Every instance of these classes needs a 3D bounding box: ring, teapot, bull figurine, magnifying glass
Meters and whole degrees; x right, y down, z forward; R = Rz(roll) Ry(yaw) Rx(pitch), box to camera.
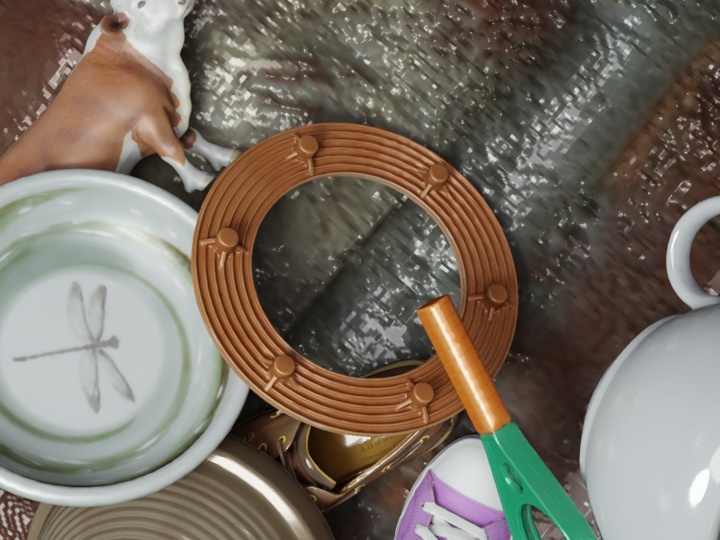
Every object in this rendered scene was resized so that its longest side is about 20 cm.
[{"bbox_3d":[0.000,0.000,1.132,0.198,0.019,0.202,8,63,-15],"label":"ring"},{"bbox_3d":[0.194,0.092,1.097,0.200,0.198,0.146,-43,47,-18],"label":"teapot"},{"bbox_3d":[-0.149,-0.077,1.176,0.121,0.065,0.200,43,97,-1],"label":"bull figurine"},{"bbox_3d":[0.087,0.107,1.095,0.022,0.080,0.201,-30,94,-20],"label":"magnifying glass"}]

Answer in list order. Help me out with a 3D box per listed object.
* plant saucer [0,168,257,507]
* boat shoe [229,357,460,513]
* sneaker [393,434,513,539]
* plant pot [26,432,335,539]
[{"bbox_3d":[-0.159,0.042,1.112,0.198,0.050,0.202,4,66,-10],"label":"plant saucer"},{"bbox_3d":[-0.035,0.111,1.158,0.199,0.068,0.073,-27,86,4],"label":"boat shoe"},{"bbox_3d":[0.037,0.192,1.126,0.072,0.114,0.202,24,89,7],"label":"sneaker"},{"bbox_3d":[-0.114,0.197,1.120,0.199,0.093,0.203,4,106,16],"label":"plant pot"}]
